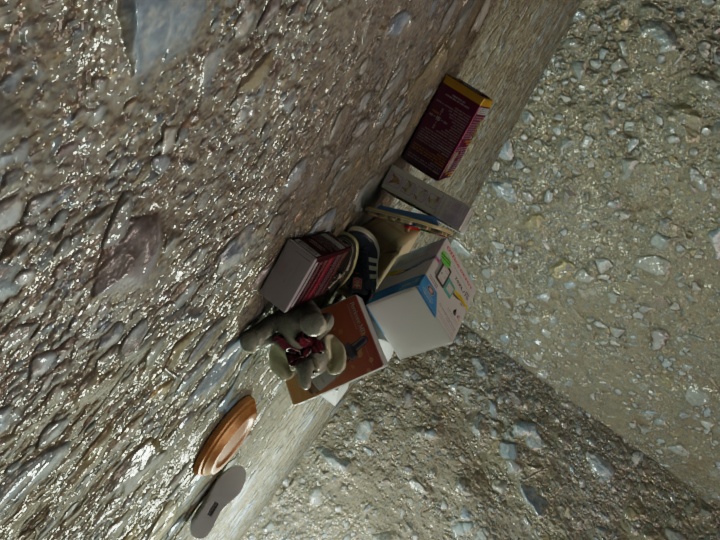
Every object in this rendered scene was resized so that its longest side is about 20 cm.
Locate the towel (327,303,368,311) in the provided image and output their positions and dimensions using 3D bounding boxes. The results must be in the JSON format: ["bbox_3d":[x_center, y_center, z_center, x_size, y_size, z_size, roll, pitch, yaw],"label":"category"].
[{"bbox_3d":[-0.057,0.139,1.569,0.201,0.167,0.049,107,-22,-55],"label":"towel"}]

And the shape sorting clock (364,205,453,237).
[{"bbox_3d":[0.103,-0.102,1.425,0.200,0.195,0.040,4,98,-79],"label":"shape sorting clock"}]

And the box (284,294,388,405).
[{"bbox_3d":[-0.063,0.160,1.348,0.196,0.155,0.106,-24,171,5],"label":"box"}]

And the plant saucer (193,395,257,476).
[{"bbox_3d":[-0.289,0.370,1.468,0.202,0.037,0.201,-54,169,-15],"label":"plant saucer"}]

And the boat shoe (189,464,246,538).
[{"bbox_3d":[-0.370,0.588,1.717,0.202,0.071,0.069,-57,-162,-18],"label":"boat shoe"}]

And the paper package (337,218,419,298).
[{"bbox_3d":[0.038,-0.027,1.616,0.193,0.102,0.200,-61,170,23],"label":"paper package"}]

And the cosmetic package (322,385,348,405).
[{"bbox_3d":[-0.097,0.344,2.108,0.082,0.112,0.201,-51,167,-23],"label":"cosmetic package"}]

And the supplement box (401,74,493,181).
[{"bbox_3d":[0.193,-0.312,1.469,0.203,0.102,0.131,-61,169,19],"label":"supplement box"}]

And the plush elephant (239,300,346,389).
[{"bbox_3d":[-0.109,0.143,1.227,0.161,0.158,0.200,-17,-167,9],"label":"plush elephant"}]

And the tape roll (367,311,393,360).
[{"bbox_3d":[-0.024,0.169,1.518,0.202,0.195,0.067,109,-24,-55],"label":"tape roll"}]

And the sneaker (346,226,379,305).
[{"bbox_3d":[0.000,0.000,1.438,0.203,0.073,0.085,78,26,-43],"label":"sneaker"}]

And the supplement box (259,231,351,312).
[{"bbox_3d":[-0.092,-0.003,1.178,0.110,0.060,0.200,-58,169,15],"label":"supplement box"}]

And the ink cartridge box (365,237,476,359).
[{"bbox_3d":[0.136,0.057,1.442,0.144,0.148,0.201,-22,-160,36],"label":"ink cartridge box"}]

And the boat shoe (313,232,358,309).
[{"bbox_3d":[-0.069,0.018,1.328,0.203,0.071,0.066,-56,176,24],"label":"boat shoe"}]

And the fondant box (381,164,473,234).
[{"bbox_3d":[0.151,-0.154,1.475,0.059,0.197,0.144,-62,170,5],"label":"fondant box"}]
